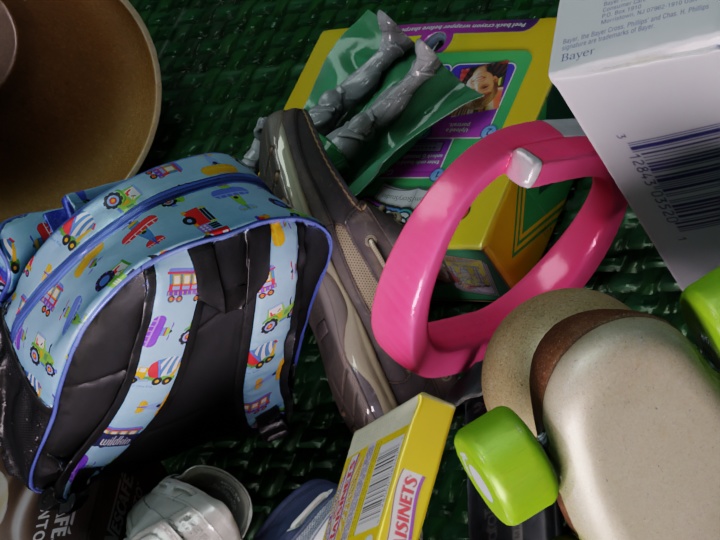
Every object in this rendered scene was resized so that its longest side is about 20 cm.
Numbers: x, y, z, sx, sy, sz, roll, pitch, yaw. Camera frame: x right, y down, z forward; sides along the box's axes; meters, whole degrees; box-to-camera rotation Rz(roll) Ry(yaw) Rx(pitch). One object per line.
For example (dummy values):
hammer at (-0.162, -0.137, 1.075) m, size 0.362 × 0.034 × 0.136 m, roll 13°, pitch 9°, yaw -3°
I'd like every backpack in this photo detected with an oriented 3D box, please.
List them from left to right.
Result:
backpack at (-0.114, 0.014, 1.559) m, size 0.182 × 0.200 × 0.135 m, roll -18°, pitch 60°, yaw -29°

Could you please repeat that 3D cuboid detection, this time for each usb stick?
usb stick at (0.082, 0.132, 1.518) m, size 0.055 × 0.033 × 0.200 m, roll -26°, pitch 39°, yaw 24°

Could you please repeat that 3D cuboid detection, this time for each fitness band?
fitness band at (0.079, -0.011, 1.545) m, size 0.037 × 0.200 × 0.144 m, roll 35°, pitch 112°, yaw 24°

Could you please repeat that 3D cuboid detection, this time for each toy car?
toy car at (0.118, 0.072, 1.475) m, size 0.164 × 0.158 × 0.200 m, roll -31°, pitch 24°, yaw -9°

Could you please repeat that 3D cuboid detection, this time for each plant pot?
plant pot at (-0.252, -0.137, 1.942) m, size 0.186 × 0.186 × 0.200 m, roll -41°, pitch 26°, yaw -6°

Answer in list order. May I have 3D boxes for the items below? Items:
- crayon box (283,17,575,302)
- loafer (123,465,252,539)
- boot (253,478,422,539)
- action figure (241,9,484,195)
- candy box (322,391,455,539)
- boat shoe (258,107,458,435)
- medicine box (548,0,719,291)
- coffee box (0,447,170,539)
crayon box at (0.035, -0.066, 1.730) m, size 0.200 × 0.058 × 0.173 m, roll 1°, pitch 55°, yaw 38°
loafer at (-0.087, 0.141, 1.550) m, size 0.070 × 0.070 × 0.200 m, roll -43°, pitch 4°, yaw 1°
boot at (-0.047, 0.200, 1.532) m, size 0.200 × 0.073 × 0.090 m, roll -52°, pitch 23°, yaw -17°
action figure at (-0.033, -0.061, 1.694) m, size 0.200 × 0.055 × 0.118 m, roll -49°, pitch 44°, yaw -2°
candy box at (-0.004, 0.165, 1.435) m, size 0.102 × 0.026 × 0.200 m, roll 139°, pitch 150°, yaw -67°
boat shoe at (0.000, 0.000, 1.627) m, size 0.073 × 0.200 × 0.074 m, roll -19°, pitch -4°, yaw -15°
medicine box at (0.195, -0.125, 1.569) m, size 0.103 × 0.182 × 0.200 m, roll -12°, pitch 45°, yaw 27°
coffee box at (-0.211, 0.167, 1.665) m, size 0.200 × 0.080 × 0.113 m, roll -14°, pitch 43°, yaw 26°
